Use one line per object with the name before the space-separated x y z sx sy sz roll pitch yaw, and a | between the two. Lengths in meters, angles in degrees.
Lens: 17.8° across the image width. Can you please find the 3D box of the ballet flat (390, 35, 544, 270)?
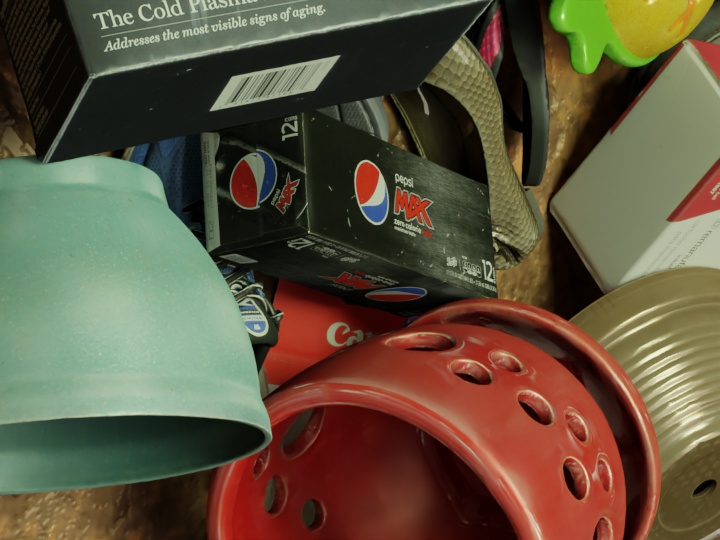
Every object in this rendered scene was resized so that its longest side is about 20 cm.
ballet flat | 0.051 -0.072 1.300 0.046 0.067 0.200 -50 135 -25

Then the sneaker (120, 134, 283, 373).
sneaker | -0.075 0.005 1.193 0.078 0.089 0.200 -13 110 -39

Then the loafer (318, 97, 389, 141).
loafer | -0.032 -0.146 1.213 0.063 0.072 0.200 -72 148 -50

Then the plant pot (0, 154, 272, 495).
plant pot | -0.147 0.024 1.086 0.200 0.200 0.135 6 72 -42

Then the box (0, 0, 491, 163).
box | -0.071 -0.167 1.054 0.200 0.104 0.182 -14 76 -24

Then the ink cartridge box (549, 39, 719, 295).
ink cartridge box | 0.240 -0.052 1.413 0.200 0.083 0.147 5 134 -41

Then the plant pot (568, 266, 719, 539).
plant pot | 0.185 0.103 1.394 0.201 0.093 0.201 -21 139 -20

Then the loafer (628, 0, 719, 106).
loafer | 0.250 -0.140 1.444 0.200 0.072 0.073 -37 125 -26

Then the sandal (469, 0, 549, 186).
sandal | 0.080 -0.140 1.305 0.045 0.075 0.200 -8 123 2

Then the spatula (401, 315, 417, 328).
spatula | 0.000 0.000 1.290 0.200 0.021 0.057 48 53 -28

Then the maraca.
maraca | 0.145 -0.181 1.301 0.200 0.107 0.137 -30 112 -59

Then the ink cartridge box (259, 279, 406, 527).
ink cartridge box | 0.005 0.094 1.318 0.161 0.050 0.200 11 97 -43

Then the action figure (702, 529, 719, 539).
action figure | 0.249 0.288 1.577 0.200 0.134 0.149 67 16 -45

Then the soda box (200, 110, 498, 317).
soda box | -0.002 -0.027 1.201 0.200 0.063 0.071 20 63 -58

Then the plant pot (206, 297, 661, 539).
plant pot | 0.046 0.117 1.199 0.182 0.200 0.201 -38 128 -54
